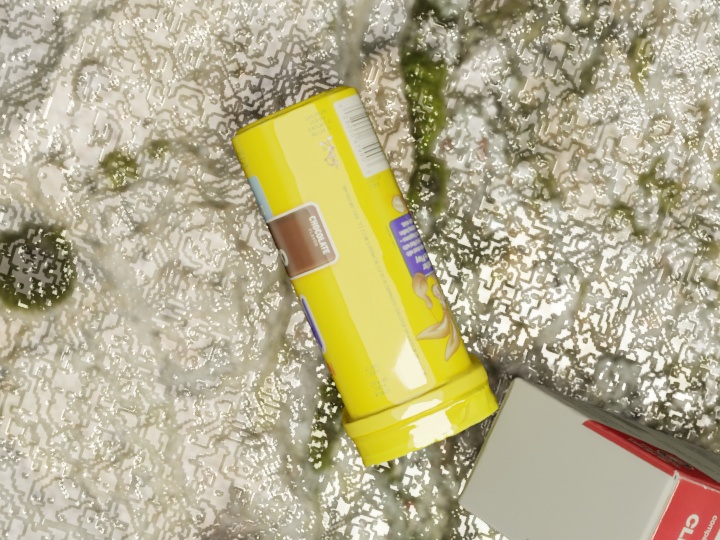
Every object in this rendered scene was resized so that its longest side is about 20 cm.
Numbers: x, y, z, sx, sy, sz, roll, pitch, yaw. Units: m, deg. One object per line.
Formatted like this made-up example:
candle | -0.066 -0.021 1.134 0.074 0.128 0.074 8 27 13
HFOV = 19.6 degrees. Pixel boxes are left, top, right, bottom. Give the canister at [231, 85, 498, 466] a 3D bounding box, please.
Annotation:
canister | 0.000 0.000 1.199 0.086 0.149 0.200 -23 92 1

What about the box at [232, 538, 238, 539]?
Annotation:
box | -0.009 0.252 1.194 0.200 0.103 0.095 33 84 23

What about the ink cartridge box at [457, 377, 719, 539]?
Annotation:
ink cartridge box | 0.179 0.145 1.170 0.200 0.144 0.084 21 96 -38
